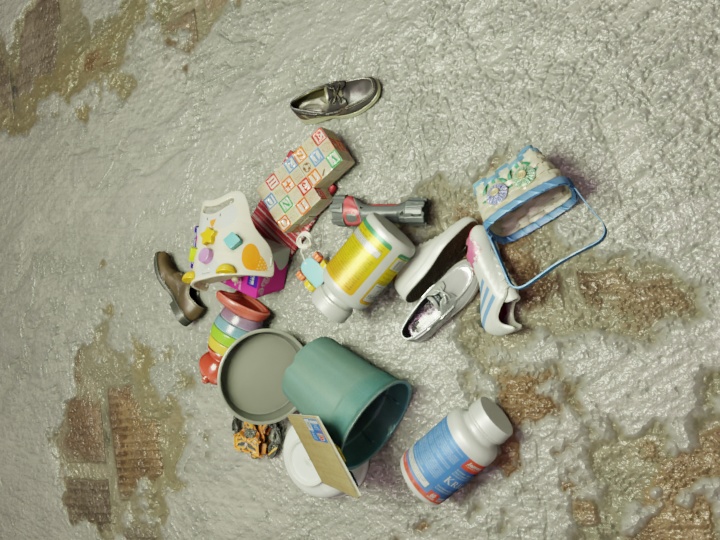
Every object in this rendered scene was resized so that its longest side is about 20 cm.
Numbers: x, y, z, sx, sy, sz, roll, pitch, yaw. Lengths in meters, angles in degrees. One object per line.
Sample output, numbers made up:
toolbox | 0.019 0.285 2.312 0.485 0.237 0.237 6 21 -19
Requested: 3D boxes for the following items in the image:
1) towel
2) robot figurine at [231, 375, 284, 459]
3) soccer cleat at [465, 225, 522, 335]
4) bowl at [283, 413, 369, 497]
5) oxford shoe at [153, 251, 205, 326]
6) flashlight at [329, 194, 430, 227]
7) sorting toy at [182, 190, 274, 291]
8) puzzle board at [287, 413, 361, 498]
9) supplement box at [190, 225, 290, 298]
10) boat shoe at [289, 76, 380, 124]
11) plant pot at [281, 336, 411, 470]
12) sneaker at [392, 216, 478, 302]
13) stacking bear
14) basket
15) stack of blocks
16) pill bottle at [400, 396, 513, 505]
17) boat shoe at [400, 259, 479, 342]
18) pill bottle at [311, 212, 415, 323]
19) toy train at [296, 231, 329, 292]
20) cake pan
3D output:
towel | -0.151 -0.146 1.227 0.144 0.022 0.201 42 110 18
robot figurine | -0.238 0.326 1.251 0.144 0.058 0.202 5 92 28
soccer cleat | 0.245 0.016 0.990 0.086 0.069 0.202 -6 95 56
bowl | -0.088 0.387 1.159 0.199 0.090 0.203 1 91 27
oxford shoe | -0.434 0.029 1.353 0.084 0.073 0.201 -34 78 7
flashlight | 0.039 -0.120 1.110 0.198 0.068 0.068 1 82 22
sorting toy | -0.284 -0.065 1.137 0.199 0.107 0.182 -12 74 31
puzzle board | -0.068 0.328 1.010 0.152 0.017 0.200 62 155 1
supplement box | -0.267 -0.027 1.235 0.199 0.103 0.102 21 110 24
boat shoe | -0.056 -0.354 1.153 0.198 0.065 0.073 -7 85 26
plant pot | -0.037 0.242 1.085 0.196 0.200 0.201 35 105 31
sneaker | 0.132 -0.038 1.055 0.200 0.073 0.085 -46 52 10
stacking bear | -0.291 0.158 1.234 0.113 0.121 0.201 29 96 17
basket | 0.287 -0.090 0.938 0.176 0.139 0.201 -36 66 23
stack of blocks | -0.108 -0.184 1.158 0.200 0.058 0.116 -39 77 23
pill bottle | 0.175 0.323 1.011 0.200 0.112 0.112 -48 71 20
boat shoe | 0.147 0.058 1.047 0.200 0.068 0.072 -44 71 18
pill bottle | 0.000 0.000 1.047 0.113 0.113 0.200 45 105 19
toy train | -0.038 -0.018 1.154 0.198 0.056 0.152 6 92 24
cake pan | -0.204 0.222 1.182 0.037 0.198 0.202 -177 88 -70
